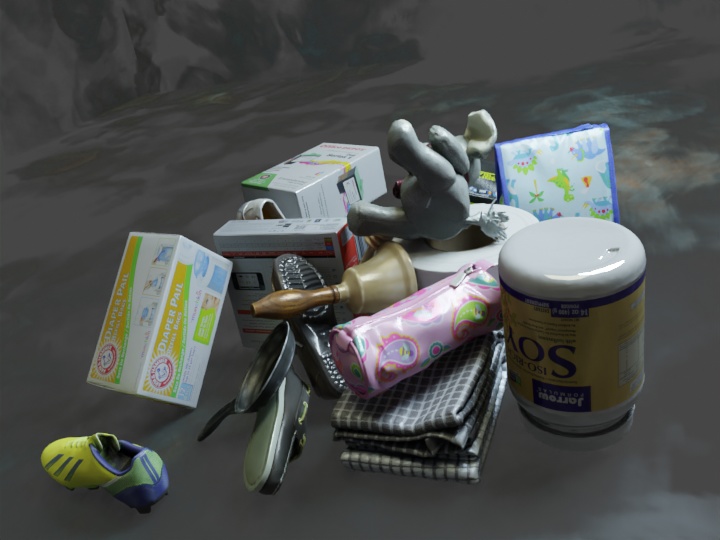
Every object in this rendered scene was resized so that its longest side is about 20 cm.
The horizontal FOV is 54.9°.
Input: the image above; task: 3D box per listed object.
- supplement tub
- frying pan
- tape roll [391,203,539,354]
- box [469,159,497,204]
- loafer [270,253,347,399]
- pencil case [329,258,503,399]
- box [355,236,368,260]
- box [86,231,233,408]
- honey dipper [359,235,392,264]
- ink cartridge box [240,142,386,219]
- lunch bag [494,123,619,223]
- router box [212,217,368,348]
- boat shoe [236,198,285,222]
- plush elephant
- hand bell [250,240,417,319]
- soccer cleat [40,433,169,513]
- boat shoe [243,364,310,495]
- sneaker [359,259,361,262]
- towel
[{"bbox_3d":[0.218,0.065,0.715,0.141,0.205,0.146,-9,25,4],"label":"supplement tub"},{"bbox_3d":[-0.128,0.145,0.791,0.193,0.030,0.115,-58,16,5],"label":"frying pan"},{"bbox_3d":[0.146,0.015,0.923,0.196,0.143,0.204,-10,26,5],"label":"tape roll"},{"bbox_3d":[0.222,-0.153,1.273,0.194,0.049,0.195,12,32,4],"label":"box"},{"bbox_3d":[-0.069,0.075,0.871,0.072,0.204,0.071,-5,-27,-40],"label":"loafer"},{"bbox_3d":[0.064,0.059,0.740,0.196,0.090,0.087,-25,28,-21],"label":"pencil case"},{"bbox_3d":[-0.076,-0.046,1.181,0.179,0.108,0.200,-18,27,-13],"label":"box"},{"bbox_3d":[-0.260,0.066,0.909,0.099,0.206,0.112,4,-14,32],"label":"box"},{"bbox_3d":[0.000,0.000,0.987,0.037,0.202,0.039,17,39,-14],"label":"honey dipper"},{"bbox_3d":[-0.073,-0.136,1.139,0.143,0.086,0.198,13,36,42],"label":"ink cartridge box"},{"bbox_3d":[0.288,-0.105,1.030,0.165,0.205,0.128,-9,25,6],"label":"lunch bag"},{"bbox_3d":[-0.094,0.022,0.966,0.194,0.184,0.049,1,26,24],"label":"router box"},{"bbox_3d":[-0.105,-0.016,1.017,0.069,0.204,0.071,-11,22,46],"label":"boat shoe"},{"bbox_3d":[0.098,-0.124,0.884,0.195,0.167,0.157,17,40,-6],"label":"plush elephant"},{"bbox_3d":[-0.039,0.032,0.831,0.195,0.107,0.104,-11,22,-28],"label":"hand bell"},{"bbox_3d":[-0.295,0.211,0.786,0.195,0.086,0.065,5,30,32],"label":"soccer cleat"},{"bbox_3d":[-0.087,0.177,0.781,0.072,0.060,0.203,-50,18,20],"label":"boat shoe"},{"bbox_3d":[0.039,0.014,1.066,0.195,0.077,0.076,-20,-17,11],"label":"sneaker"},{"bbox_3d":[0.070,0.135,0.777,0.161,0.088,0.201,0,28,25],"label":"towel"}]
